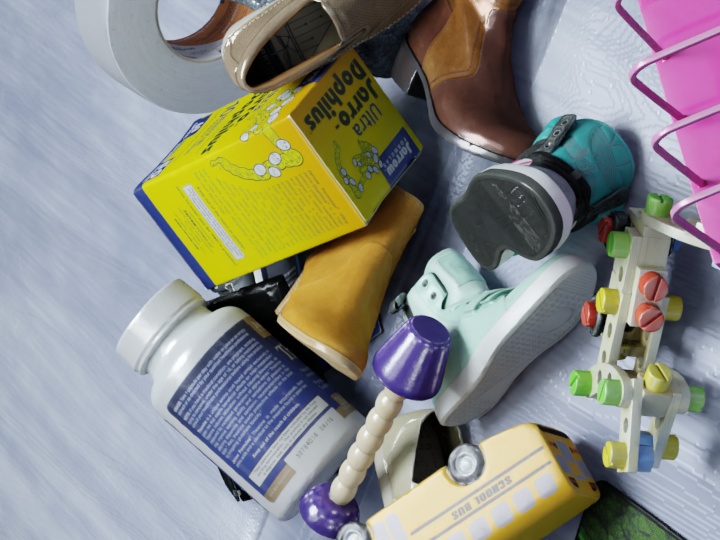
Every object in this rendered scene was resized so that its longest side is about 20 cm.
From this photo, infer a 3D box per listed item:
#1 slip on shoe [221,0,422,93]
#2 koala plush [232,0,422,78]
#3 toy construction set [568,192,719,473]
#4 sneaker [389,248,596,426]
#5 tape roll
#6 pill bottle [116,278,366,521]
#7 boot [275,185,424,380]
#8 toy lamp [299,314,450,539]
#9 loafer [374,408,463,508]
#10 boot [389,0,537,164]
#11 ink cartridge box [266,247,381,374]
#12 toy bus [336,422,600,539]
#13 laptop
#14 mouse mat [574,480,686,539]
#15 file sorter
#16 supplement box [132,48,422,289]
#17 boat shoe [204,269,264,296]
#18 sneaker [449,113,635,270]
[{"bbox_3d":[-0.017,-0.201,1.558,0.199,0.076,0.061,-28,26,4],"label":"slip on shoe"},{"bbox_3d":[-0.016,-0.292,1.638,0.201,0.183,0.178,-58,45,18],"label":"koala plush"},{"bbox_3d":[0.201,0.028,1.364,0.131,0.091,0.201,-113,45,-68],"label":"toy construction set"},{"bbox_3d":[0.093,0.018,1.525,0.201,0.073,0.119,-50,56,44],"label":"sneaker"},{"bbox_3d":[-0.147,-0.242,1.773,0.066,0.199,0.202,35,115,50],"label":"tape roll"},{"bbox_3d":[-0.101,0.102,1.667,0.200,0.111,0.111,41,126,8],"label":"pill bottle"},{"bbox_3d":[0.000,0.000,1.593,0.144,0.071,0.201,-51,17,1],"label":"boot"},{"bbox_3d":[0.013,0.118,1.547,0.058,0.058,0.201,59,134,37],"label":"toy lamp"},{"bbox_3d":[0.060,0.193,1.563,0.068,0.075,0.201,-52,48,46],"label":"loafer"},{"bbox_3d":[0.118,-0.194,1.540,0.201,0.068,0.189,-62,35,21],"label":"boot"},{"bbox_3d":[-0.043,-0.019,1.752,0.099,0.039,0.202,-39,58,45],"label":"ink cartridge box"},{"bbox_3d":[0.071,0.185,1.482,0.199,0.065,0.079,-37,66,18],"label":"toy bus"},{"bbox_3d":[-0.096,0.101,1.786,0.199,0.103,0.179,-19,97,28],"label":"laptop"},{"bbox_3d":[0.203,0.259,1.419,0.200,0.007,0.162,36,117,50],"label":"mouse mat"},{"bbox_3d":[0.240,-0.130,1.249,0.138,0.125,0.202,-21,68,22],"label":"file sorter"},{"bbox_3d":[-0.068,-0.082,1.645,0.199,0.109,0.110,-21,113,42],"label":"supplement box"},{"bbox_3d":[-0.121,-0.014,1.812,0.076,0.060,0.202,113,146,-75],"label":"boat shoe"},{"bbox_3d":[0.142,-0.059,1.420,0.084,0.120,0.200,57,168,-3],"label":"sneaker"}]
